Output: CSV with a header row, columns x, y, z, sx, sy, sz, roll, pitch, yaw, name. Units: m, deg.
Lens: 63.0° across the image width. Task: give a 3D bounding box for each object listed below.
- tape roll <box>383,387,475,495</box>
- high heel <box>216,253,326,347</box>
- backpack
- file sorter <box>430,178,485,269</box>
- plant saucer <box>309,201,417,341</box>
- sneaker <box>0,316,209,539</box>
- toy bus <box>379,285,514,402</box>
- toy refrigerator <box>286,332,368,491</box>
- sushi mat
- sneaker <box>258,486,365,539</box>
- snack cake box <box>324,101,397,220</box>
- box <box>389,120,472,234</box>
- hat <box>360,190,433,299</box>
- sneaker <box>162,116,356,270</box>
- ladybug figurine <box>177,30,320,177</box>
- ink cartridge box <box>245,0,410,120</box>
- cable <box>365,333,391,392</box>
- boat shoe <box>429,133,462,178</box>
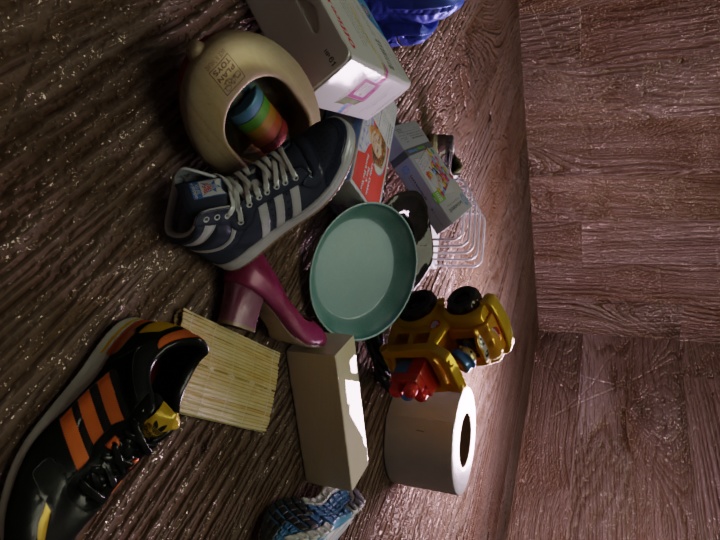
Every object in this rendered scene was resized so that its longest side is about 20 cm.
x,y,z,sx,sy,sz,roll,pitch,yaw,name
0.143,0.329,1.170,0.202,0.136,0.208,2,90,-67,tape roll
-0.088,0.034,0.695,0.199,0.066,0.099,33,68,-62,high heel
0.073,-0.432,0.878,0.164,0.195,0.170,-64,146,-44,backpack
0.188,-0.098,1.263,0.200,0.122,0.142,36,59,-62,file sorter
0.000,0.000,0.859,0.197,0.036,0.205,-11,109,-35,plant saucer
-0.186,0.123,0.446,0.071,0.088,0.203,66,34,-45,sneaker
0.130,0.136,0.955,0.137,0.196,0.193,61,40,-26,toy bus
-0.041,0.190,0.808,0.070,0.074,0.205,-40,127,-59,toy refrigerator
-0.144,0.116,0.638,0.200,0.012,0.098,44,50,-60,sushi mat
-0.066,0.347,0.774,0.199,0.074,0.088,13,104,-57,sneaker
-0.004,-0.192,0.878,0.115,0.066,0.205,49,48,-60,snack cake box
0.120,-0.176,1.081,0.202,0.041,0.156,57,29,-1,box
0.040,-0.037,0.976,0.198,0.080,0.206,-16,111,-48,hat
-0.098,-0.081,0.549,0.108,0.199,0.071,26,27,-57,sneaker
-0.114,-0.159,0.588,0.136,0.072,0.200,-48,148,-7,ladybug figurine
-0.033,-0.278,0.719,0.147,0.084,0.199,61,23,5,ink cartridge box
0.060,0.124,1.069,0.201,0.050,0.166,58,42,-50,cable
0.206,-0.234,1.366,0.201,0.063,0.075,58,39,-53,boat shoe
